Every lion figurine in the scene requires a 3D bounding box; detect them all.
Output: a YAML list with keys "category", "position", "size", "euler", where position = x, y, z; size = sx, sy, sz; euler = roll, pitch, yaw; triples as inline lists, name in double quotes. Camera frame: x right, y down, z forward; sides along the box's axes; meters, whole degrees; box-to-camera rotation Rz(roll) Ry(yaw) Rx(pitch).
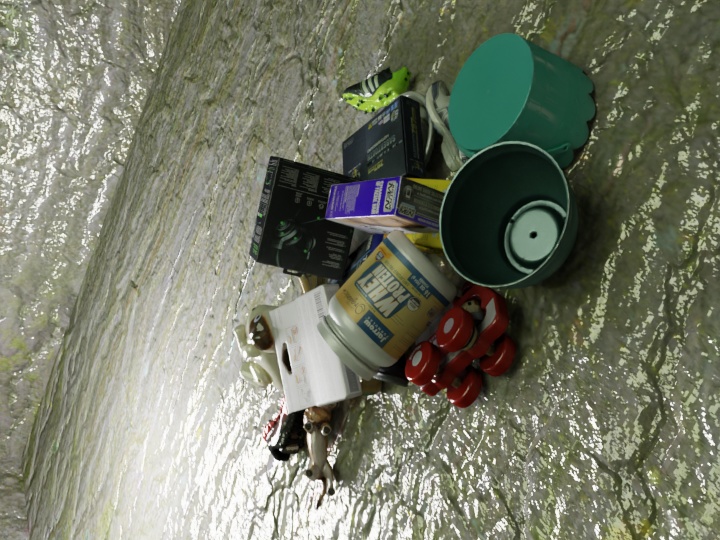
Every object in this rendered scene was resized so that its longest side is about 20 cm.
- category: "lion figurine"
  position: [-0.079, 0.342, 1.395]
  size: [0.123, 0.070, 0.206]
  euler: [123, 151, -85]

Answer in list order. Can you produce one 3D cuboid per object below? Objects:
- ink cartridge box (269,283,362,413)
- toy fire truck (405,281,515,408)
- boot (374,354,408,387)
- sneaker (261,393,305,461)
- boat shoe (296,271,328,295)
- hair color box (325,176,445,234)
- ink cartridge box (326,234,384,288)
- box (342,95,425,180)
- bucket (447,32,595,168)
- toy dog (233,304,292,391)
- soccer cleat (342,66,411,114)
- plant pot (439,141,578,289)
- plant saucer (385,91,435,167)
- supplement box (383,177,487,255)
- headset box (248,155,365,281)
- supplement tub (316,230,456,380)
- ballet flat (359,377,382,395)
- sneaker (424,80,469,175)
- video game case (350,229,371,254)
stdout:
- category: "ink cartridge box"
  position: [-0.086, 0.148, 1.338]
  size: [0.174, 0.044, 0.206]
  euler: [-24, 74, 45]
- category: "toy fire truck"
  position: [0.153, 0.100, 1.141]
  size: [0.201, 0.110, 0.170]
  euler: [-50, 23, 31]
- category: "boot"
  position: [0.068, 0.087, 1.249]
  size: [0.165, 0.064, 0.206]
  euler: [-174, 100, -81]
- category: "sneaker"
  position: [-0.139, 0.317, 1.486]
  size: [0.202, 0.069, 0.099]
  euler: [-58, 39, 33]
- category: "boat shoe"
  position: [-0.099, 0.017, 1.459]
  size: [0.071, 0.075, 0.206]
  euler: [21, 99, 53]
- category: "hair color box"
  position: [0.041, -0.101, 1.167]
  size: [0.198, 0.107, 0.067]
  euler: [1, 78, 55]
- category: "ink cartridge box"
  position: [0.000, 0.000, 1.330]
  size: [0.199, 0.039, 0.101]
  euler: [-40, 26, 40]
- category: "box"
  position: [0.039, -0.207, 1.358]
  size: [0.198, 0.050, 0.162]
  euler: [-28, 59, 50]
- category: "bucket"
  position: [0.238, -0.248, 1.108]
  size: [0.205, 0.132, 0.213]
  euler: [-27, 56, 48]
- category: "toy dog"
  position: [-0.180, 0.156, 1.489]
  size: [0.194, 0.138, 0.203]
  euler: [43, 153, 33]
- category: "soccer cleat"
  position: [0.036, -0.378, 1.511]
  size: [0.198, 0.067, 0.082]
  euler: [11, 69, 54]
- category: "plant pot"
  position: [0.229, -0.063, 1.038]
  size: [0.196, 0.133, 0.206]
  euler: [-12, 71, 35]
- category: "plant saucer"
  position: [0.087, -0.236, 1.387]
  size: [0.198, 0.049, 0.206]
  euler: [-25, 59, 49]
- category: "supplement box"
  position: [0.144, -0.083, 1.203]
  size: [0.198, 0.107, 0.113]
  euler: [14, 89, 56]
- category: "headset box"
  position: [-0.101, -0.088, 1.328]
  size: [0.093, 0.170, 0.206]
  euler: [-153, 75, -70]
- category: "supplement tub"
  position: [0.039, 0.056, 1.135]
  size: [0.201, 0.144, 0.145]
  euler: [-47, 40, 4]
- category: "ballet flat"
  position: [-0.032, 0.149, 1.356]
  size: [0.201, 0.062, 0.069]
  euler: [51, 130, 27]
- category: "sneaker"
  position: [0.177, -0.259, 1.265]
  size: [0.084, 0.076, 0.204]
  euler: [-34, 59, 30]
- category: "video game case"
  position: [-0.014, -0.001, 1.449]
  size: [0.200, 0.045, 0.185]
  euler: [48, 118, 50]
